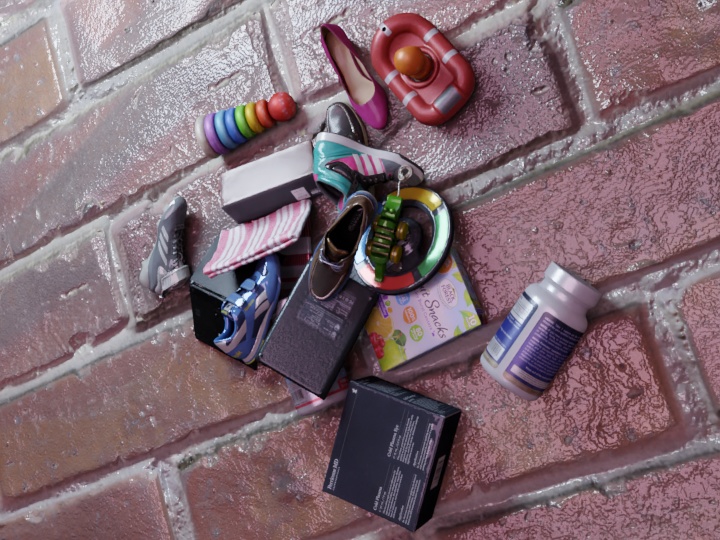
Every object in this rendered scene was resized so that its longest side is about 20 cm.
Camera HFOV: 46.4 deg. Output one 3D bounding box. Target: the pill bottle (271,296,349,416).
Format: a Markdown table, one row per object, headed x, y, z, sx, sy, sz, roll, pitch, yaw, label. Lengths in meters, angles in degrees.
| x | y | z | sx | sy | sz | roll | pitch | yaw | label |
| --- | --- | --- | --- | --- | --- | --- | --- | --- | --- |
| -0.095 | 0.147 | 1.502 | 0.107 | 0.108 | 0.204 | -23 | 83 | 21 | pill bottle |

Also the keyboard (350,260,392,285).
| x | y | z | sx | sy | sz | roll | pitch | yaw | label |
| --- | --- | --- | --- | --- | --- | --- | --- | --- | --- |
| 0.000 | 0.000 | 1.523 | 0.199 | 0.011 | 0.057 | -39 | 74 | 18 | keyboard |

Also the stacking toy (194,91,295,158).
| x | y | z | sx | sy | sz | roll | pitch | yaw | label |
| --- | --- | --- | --- | --- | --- | --- | --- | --- | --- |
| -0.212 | -0.282 | 1.595 | 0.196 | 0.085 | 0.087 | -17 | 82 | 17 | stacking toy |

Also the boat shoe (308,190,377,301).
| x | y | z | sx | sy | sz | roll | pitch | yaw | label |
| --- | --- | --- | --- | --- | --- | --- | --- | --- | --- |
| -0.039 | -0.037 | 1.378 | 0.071 | 0.072 | 0.203 | 26 | 106 | 5 | boat shoe |

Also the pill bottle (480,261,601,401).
| x | y | z | sx | sy | sz | roll | pitch | yaw | label |
| --- | --- | --- | --- | --- | --- | --- | --- | --- | --- |
| 0.287 | 0.094 | 1.334 | 0.115 | 0.115 | 0.202 | 37 | 103 | 20 | pill bottle |

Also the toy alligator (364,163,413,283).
| x | y | z | sx | sy | sz | roll | pitch | yaw | label |
| --- | --- | --- | --- | --- | --- | --- | --- | --- | --- |
| 0.047 | -0.080 | 1.390 | 0.058 | 0.054 | 0.205 | 15 | 94 | 17 | toy alligator |

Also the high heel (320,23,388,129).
| x | y | z | sx | sy | sz | roll | pitch | yaw | label |
| --- | --- | --- | --- | --- | --- | --- | --- | --- | --- |
| -0.017 | -0.343 | 1.493 | 0.067 | 0.096 | 0.203 | -34 | 75 | 19 | high heel |

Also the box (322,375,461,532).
| x | y | z | sx | sy | sz | roll | pitch | yaw | label |
| --- | --- | --- | --- | --- | --- | --- | --- | --- | --- |
| 0.054 | 0.307 | 1.439 | 0.179 | 0.104 | 0.204 | 18 | 95 | 22 | box |

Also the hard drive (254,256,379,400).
| x | y | z | sx | sy | sz | roll | pitch | yaw | label |
| --- | --- | --- | --- | --- | --- | --- | --- | --- | --- |
| -0.074 | 0.098 | 1.436 | 0.138 | 0.033 | 0.203 | 28 | 81 | 7 | hard drive |

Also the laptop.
| x | y | z | sx | sy | sz | roll | pitch | yaw | label |
| --- | --- | --- | --- | --- | --- | --- | --- | --- | --- |
| -0.233 | 0.055 | 1.605 | 0.175 | 0.103 | 0.204 | 21 | 125 | 34 | laptop |

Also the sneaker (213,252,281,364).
| x | y | z | sx | sy | sz | roll | pitch | yaw | label |
| --- | --- | --- | --- | --- | --- | --- | --- | --- | --- |
| -0.195 | 0.057 | 1.471 | 0.074 | 0.081 | 0.204 | 2 | 74 | 65 | sneaker |

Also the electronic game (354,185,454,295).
| x | y | z | sx | sy | sz | roll | pitch | yaw | label |
| --- | --- | --- | --- | --- | --- | --- | --- | --- | --- |
| 0.071 | -0.054 | 1.444 | 0.197 | 0.041 | 0.204 | -15 | 60 | 28 | electronic game |

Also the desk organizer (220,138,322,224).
| x | y | z | sx | sy | sz | roll | pitch | yaw | label |
| --- | --- | --- | --- | --- | --- | --- | --- | --- | --- |
| -0.161 | -0.164 | 1.562 | 0.196 | 0.072 | 0.078 | -18 | 60 | 16 | desk organizer |

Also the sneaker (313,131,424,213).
| x | y | z | sx | sy | sz | roll | pitch | yaw | label |
| --- | --- | --- | --- | --- | --- | --- | --- | --- | --- |
| 0.005 | -0.149 | 1.433 | 0.196 | 0.084 | 0.123 | 17 | 77 | -4 | sneaker |

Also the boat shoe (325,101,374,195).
| x | y | z | sx | sy | sz | roll | pitch | yaw | label |
| --- | --- | --- | --- | --- | --- | --- | --- | --- | --- |
| -0.022 | -0.211 | 1.509 | 0.072 | 0.065 | 0.204 | -20 | 82 | 20 | boat shoe |

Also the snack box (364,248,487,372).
| x | y | z | sx | sy | sz | roll | pitch | yaw | label |
| --- | --- | --- | --- | --- | --- | --- | --- | --- | --- |
| 0.102 | 0.069 | 1.451 | 0.197 | 0.053 | 0.145 | -28 | 77 | 20 | snack box |

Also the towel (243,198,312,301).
| x | y | z | sx | sy | sz | roll | pitch | yaw | label |
| --- | --- | --- | --- | --- | --- | --- | --- | --- | --- |
| -0.156 | -0.029 | 1.588 | 0.141 | 0.023 | 0.205 | -3 | 87 | 23 | towel |

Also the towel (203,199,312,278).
| x | y | z | sx | sy | sz | roll | pitch | yaw | label |
| --- | --- | --- | --- | --- | --- | --- | --- | --- | --- |
| -0.184 | -0.062 | 1.519 | 0.197 | 0.147 | 0.030 | -22 | 116 | 17 | towel |

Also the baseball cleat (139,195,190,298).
| x | y | z | sx | sy | sz | roll | pitch | yaw | label |
| --- | --- | --- | --- | --- | --- | --- | --- | --- | --- |
| -0.367 | -0.042 | 1.666 | 0.105 | 0.070 | 0.203 | 31 | 110 | 15 | baseball cleat |

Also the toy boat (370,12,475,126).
| x | y | z | sx | sy | sz | roll | pitch | yaw | label |
| --- | --- | --- | --- | --- | --- | --- | --- | --- | --- |
| 0.095 | -0.349 | 1.425 | 0.130 | 0.130 | 0.201 | -44 | 73 | 16 | toy boat |
